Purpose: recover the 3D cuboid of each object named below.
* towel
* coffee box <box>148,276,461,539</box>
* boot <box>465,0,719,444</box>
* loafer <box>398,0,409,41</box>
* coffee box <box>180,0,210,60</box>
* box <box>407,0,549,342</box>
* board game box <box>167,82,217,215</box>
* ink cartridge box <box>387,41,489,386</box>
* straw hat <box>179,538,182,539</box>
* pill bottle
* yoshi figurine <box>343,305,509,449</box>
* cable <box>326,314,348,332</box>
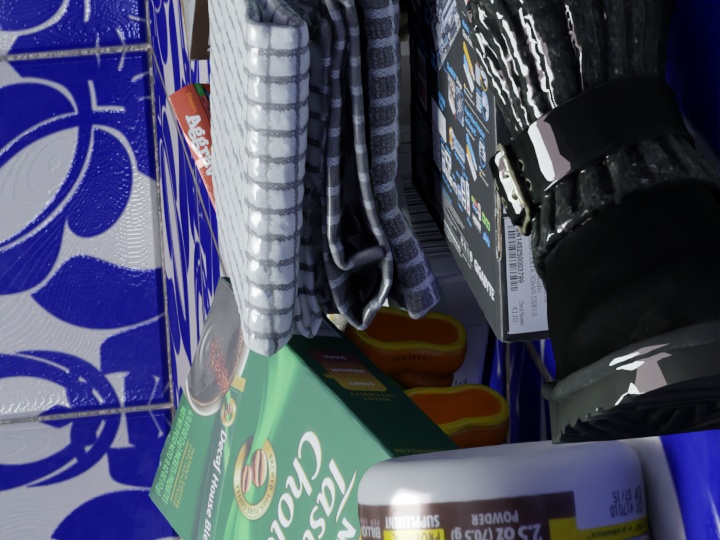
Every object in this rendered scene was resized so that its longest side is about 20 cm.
[{"bbox_3d":[-0.019,-0.077,1.138,0.200,0.086,0.166,-110,18,-64],"label":"towel"},{"bbox_3d":[-0.022,0.097,1.111,0.200,0.044,0.123,45,122,51],"label":"coffee box"},{"bbox_3d":[0.084,-0.028,0.784,0.211,0.079,0.158,147,118,-81],"label":"boot"},{"bbox_3d":[0.002,-0.151,1.262,0.200,0.075,0.070,100,167,-60],"label":"loafer"},{"bbox_3d":[-0.039,-0.194,1.384,0.200,0.114,0.080,110,153,-69],"label":"coffee box"},{"bbox_3d":[0.055,-0.099,1.036,0.200,0.050,0.199,-114,21,-67],"label":"box"},{"bbox_3d":[-0.031,-0.002,1.312,0.103,0.019,0.200,-4,-110,-67],"label":"board game box"},{"bbox_3d":[0.026,0.009,1.305,0.200,0.050,0.161,97,165,-48],"label":"ink cartridge box"},{"bbox_3d":[-0.061,0.173,1.300,0.085,0.201,0.201,21,121,43],"label":"straw hat"},{"bbox_3d":[0.061,0.167,0.958,0.109,0.109,0.200,161,103,-81],"label":"pill bottle"},{"bbox_3d":[-0.005,0.117,1.182,0.112,0.112,0.200,-47,-22,-48],"label":"yoshi figurine"},{"bbox_3d":[0.000,0.000,1.286,0.097,0.050,0.200,54,-156,-23],"label":"cable"}]
